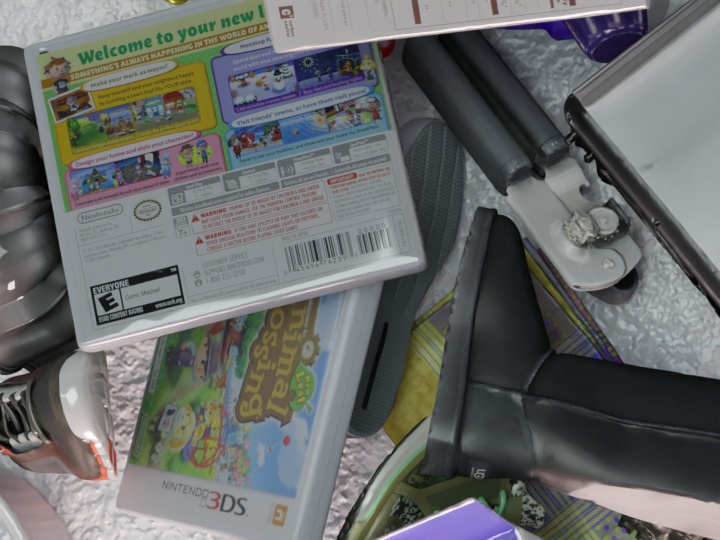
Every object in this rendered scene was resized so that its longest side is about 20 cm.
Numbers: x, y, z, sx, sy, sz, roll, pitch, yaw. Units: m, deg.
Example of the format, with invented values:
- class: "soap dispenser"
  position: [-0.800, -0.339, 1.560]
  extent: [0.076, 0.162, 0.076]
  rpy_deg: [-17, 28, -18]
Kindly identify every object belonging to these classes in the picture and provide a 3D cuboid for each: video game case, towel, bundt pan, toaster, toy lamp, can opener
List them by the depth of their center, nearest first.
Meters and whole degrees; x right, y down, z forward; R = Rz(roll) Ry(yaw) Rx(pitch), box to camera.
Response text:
- class: "toaster"
  position: [0.204, -0.052, 1.326]
  extent: [0.119, 0.181, 0.200]
  rpy_deg: [-40, 76, 6]
- class: "video game case"
  position: [-0.077, -0.064, 1.352]
  extent: [0.199, 0.022, 0.183]
  rpy_deg: [-14, 75, 6]
- class: "toy lamp"
  position: [0.116, -0.209, 1.365]
  extent: [0.058, 0.058, 0.200]
  rpy_deg: [-24, 63, 15]
- class: "video game case"
  position: [-0.064, 0.056, 1.413]
  extent: [0.182, 0.022, 0.201]
  rpy_deg: [5, 79, 51]
- class: "can opener"
  position: [0.092, -0.062, 1.420]
  extent: [0.053, 0.067, 0.200]
  rpy_deg: [-26, 70, -25]
- class: "towel"
  position: [0.098, 0.097, 1.431]
  extent: [0.144, 0.023, 0.200]
  rpy_deg: [-37, 78, 12]
- class: "bundt pan"
  position: [-0.192, -0.043, 1.433]
  extent: [0.076, 0.202, 0.202]
  rpy_deg: [-15, 83, 21]

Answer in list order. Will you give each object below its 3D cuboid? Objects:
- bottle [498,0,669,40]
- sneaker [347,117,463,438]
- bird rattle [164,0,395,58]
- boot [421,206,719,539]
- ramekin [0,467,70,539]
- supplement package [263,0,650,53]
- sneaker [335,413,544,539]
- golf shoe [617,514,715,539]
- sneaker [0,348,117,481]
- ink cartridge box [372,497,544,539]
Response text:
- class: "bottle"
  position: [0.084, -0.186, 1.425]
  extent: [0.200, 0.065, 0.084]
  rpy_deg: [26, 95, 17]
- class: "sneaker"
  position: [0.000, 0.000, 1.436]
  extent: [0.071, 0.073, 0.200]
  rpy_deg: [8, 72, 42]
- class: "bird rattle"
  position: [-0.059, -0.185, 1.420]
  extent: [0.200, 0.113, 0.163]
  rpy_deg: [46, 144, 24]
- class: "boot"
  position: [0.144, 0.057, 1.323]
  extent: [0.199, 0.066, 0.165]
  rpy_deg: [10, 64, 3]
- class: "ramekin"
  position: [-0.270, 0.207, 1.502]
  extent: [0.200, 0.098, 0.201]
  rpy_deg: [-1, 88, 17]
- class: "supplement package"
  position: [0.052, -0.193, 1.258]
  extent: [0.199, 0.117, 0.118]
  rpy_deg: [-5, 109, 14]
- class: "sneaker"
  position: [0.061, 0.122, 1.362]
  extent: [0.089, 0.077, 0.200]
  rpy_deg: [42, 72, 9]
- class: "golf shoe"
  position: [0.244, 0.149, 1.356]
  extent: [0.200, 0.077, 0.088]
  rpy_deg: [34, 68, 1]
- class: "sneaker"
  position: [-0.187, 0.092, 1.423]
  extent: [0.082, 0.200, 0.077]
  rpy_deg: [-4, 78, -9]
- class: "ink cartridge box"
  position: [0.034, 0.204, 1.343]
  extent: [0.198, 0.200, 0.043]
  rpy_deg: [-26, 55, 24]
